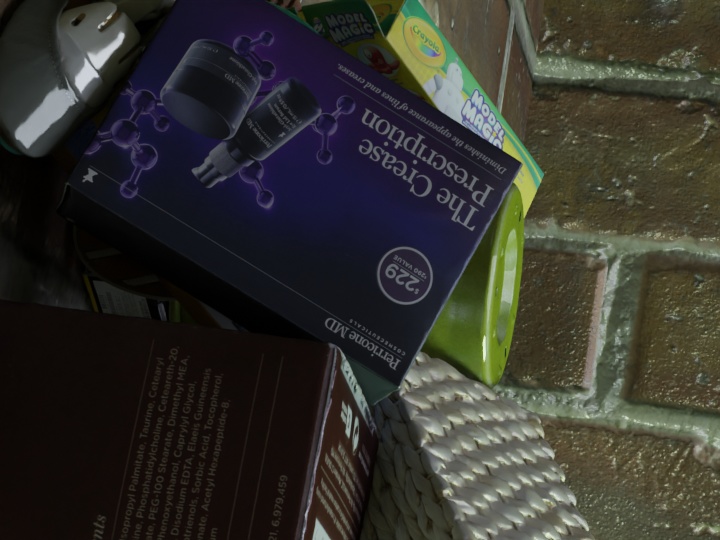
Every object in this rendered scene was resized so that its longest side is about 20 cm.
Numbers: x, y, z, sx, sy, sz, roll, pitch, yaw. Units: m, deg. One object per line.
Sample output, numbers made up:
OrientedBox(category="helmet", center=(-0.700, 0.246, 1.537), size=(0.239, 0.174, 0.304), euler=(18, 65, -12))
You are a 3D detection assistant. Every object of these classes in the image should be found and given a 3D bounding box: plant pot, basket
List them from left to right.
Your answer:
OrientedBox(category="plant pot", center=(0.000, 0.000, 1.445), size=(0.200, 0.191, 0.202), euler=(7, 90, -78))
OrientedBox(category="basket", center=(0.025, 0.165, 1.345), size=(0.200, 0.161, 0.199), euler=(30, 28, -47))

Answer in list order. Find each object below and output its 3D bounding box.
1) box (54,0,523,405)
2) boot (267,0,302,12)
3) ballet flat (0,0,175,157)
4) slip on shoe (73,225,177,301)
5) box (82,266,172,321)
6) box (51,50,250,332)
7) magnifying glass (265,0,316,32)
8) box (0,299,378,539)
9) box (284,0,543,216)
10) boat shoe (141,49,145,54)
OrientedBox(category="box", center=(-0.038, -0.043, 1.205), size=(0.142, 0.199, 0.079), euler=(-60, -175, -12))
OrientedBox(category="boot", center=(-0.074, -0.124, 1.575), size=(0.075, 0.107, 0.201), euler=(-48, 125, -30))
OrientedBox(category="ballet flat", center=(-0.138, -0.128, 1.207), size=(0.068, 0.063, 0.200), euler=(61, 25, -23))
OrientedBox(category="slip on shoe", center=(-0.065, -0.029, 1.336), size=(0.061, 0.198, 0.077), euler=(-83, 163, -80))
OrientedBox(category="box", center=(-0.114, -0.030, 1.462), size=(0.160, 0.049, 0.201), euler=(78, 22, -54))
OrientedBox(category="box", center=(-0.063, -0.034, 1.264), size=(0.119, 0.200, 0.041), euler=(-43, -175, -16))
OrientedBox(category="magnifying glass", center=(-0.012, -0.105, 1.485), size=(0.079, 0.200, 0.022), euler=(-28, -153, 56))
OrientedBox(category="box", center=(-0.108, 0.125, 1.185), size=(0.166, 0.198, 0.166), euler=(70, 30, -69))
OrientedBox(category="box", center=(0.020, -0.109, 1.514), size=(0.200, 0.117, 0.049), euler=(49, 53, -34))
OrientedBox(category="boat shoe", center=(-0.082, -0.101, 1.330), size=(0.199, 0.060, 0.076), euler=(-22, 109, -43))
